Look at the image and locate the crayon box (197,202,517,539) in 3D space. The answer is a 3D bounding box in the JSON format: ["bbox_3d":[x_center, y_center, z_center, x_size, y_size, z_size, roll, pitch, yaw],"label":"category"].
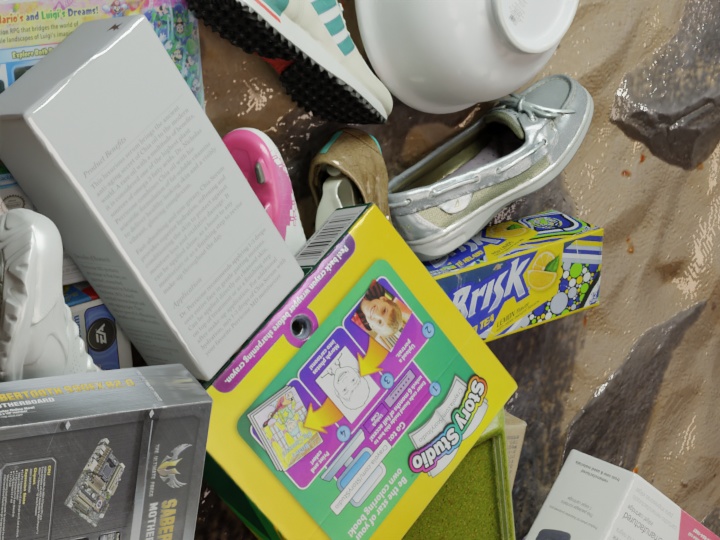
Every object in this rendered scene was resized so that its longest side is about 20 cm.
[{"bbox_3d":[-0.012,0.087,0.962,0.200,0.058,0.173,-48,111,-24],"label":"crayon box"}]

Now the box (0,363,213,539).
[{"bbox_3d":[-0.174,0.159,0.830,0.157,0.048,0.203,-6,117,-34],"label":"box"}]

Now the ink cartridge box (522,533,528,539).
[{"bbox_3d":[0.196,0.304,1.315,0.200,0.085,0.148,-45,128,-19],"label":"ink cartridge box"}]

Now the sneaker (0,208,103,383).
[{"bbox_3d":[-0.191,0.056,0.857,0.099,0.078,0.203,-11,121,-43],"label":"sneaker"}]

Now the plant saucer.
[{"bbox_3d":[0.047,0.195,1.082,0.198,0.048,0.203,-24,119,-30],"label":"plant saucer"}]

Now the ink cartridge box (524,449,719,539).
[{"bbox_3d":[0.195,0.275,1.198,0.144,0.084,0.202,36,79,-33],"label":"ink cartridge box"}]

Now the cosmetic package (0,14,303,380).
[{"bbox_3d":[-0.130,-0.042,0.881,0.102,0.071,0.201,-47,121,-28],"label":"cosmetic package"}]

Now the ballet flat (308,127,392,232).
[{"bbox_3d":[0.000,0.000,1.040,0.072,0.067,0.203,-32,115,-54],"label":"ballet flat"}]

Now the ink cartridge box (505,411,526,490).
[{"bbox_3d":[0.025,0.188,1.142,0.198,0.075,0.167,3,105,-40],"label":"ink cartridge box"}]

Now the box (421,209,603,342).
[{"bbox_3d":[0.102,0.010,1.150,0.198,0.064,0.071,-16,115,-35],"label":"box"}]

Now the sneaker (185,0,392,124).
[{"bbox_3d":[-0.031,-0.173,0.975,0.199,0.070,0.095,34,70,-46],"label":"sneaker"}]

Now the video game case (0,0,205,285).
[{"bbox_3d":[-0.184,-0.084,0.901,0.198,0.024,0.185,-13,107,-35],"label":"video game case"}]

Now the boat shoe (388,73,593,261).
[{"bbox_3d":[0.098,-0.090,1.108,0.201,0.074,0.065,-38,130,-15],"label":"boat shoe"}]

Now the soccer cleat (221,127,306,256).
[{"bbox_3d":[-0.065,-0.006,1.017,0.086,0.069,0.203,-30,122,-54],"label":"soccer cleat"}]

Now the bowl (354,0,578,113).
[{"bbox_3d":[0.095,-0.208,1.037,0.199,0.090,0.204,-14,110,-42],"label":"bowl"}]

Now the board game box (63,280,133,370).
[{"bbox_3d":[-0.237,0.121,0.918,0.194,0.056,0.203,-16,115,-34],"label":"board game box"}]
